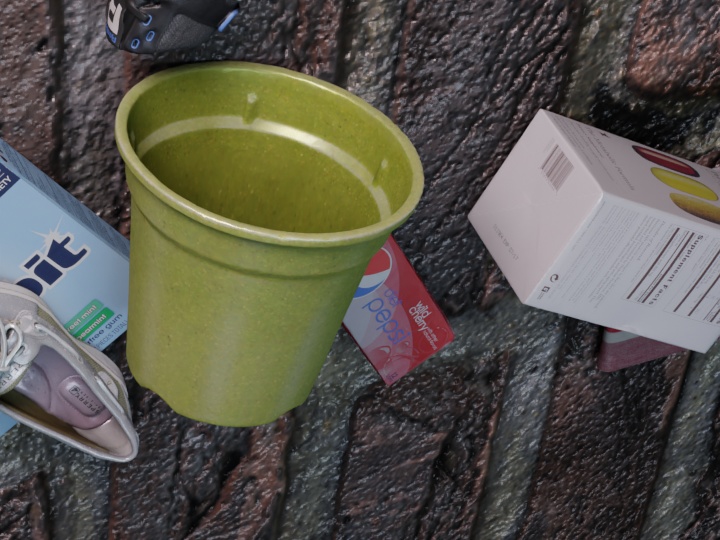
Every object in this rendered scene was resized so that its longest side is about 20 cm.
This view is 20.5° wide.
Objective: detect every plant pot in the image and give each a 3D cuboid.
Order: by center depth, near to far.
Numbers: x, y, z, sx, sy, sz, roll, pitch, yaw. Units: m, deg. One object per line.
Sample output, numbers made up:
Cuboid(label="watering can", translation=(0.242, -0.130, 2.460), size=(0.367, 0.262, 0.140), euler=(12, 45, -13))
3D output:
Cuboid(label="plant pot", translation=(-0.075, -0.006, 1.306), size=(0.200, 0.200, 0.185), euler=(-7, 130, -29))

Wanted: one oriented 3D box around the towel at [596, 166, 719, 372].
Cuboid(label="towel", translation=(0.274, -0.006, 1.687), size=(0.144, 0.023, 0.200), euler=(-15, 135, -18))

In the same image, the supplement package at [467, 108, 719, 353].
Cuboid(label="supplement package", translation=(0.205, -0.028, 1.534), size=(0.200, 0.114, 0.110), euler=(15, 121, -36))

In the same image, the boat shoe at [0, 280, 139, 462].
Cuboid(label="boat shoe", translation=(-0.219, 0.069, 1.327), size=(0.074, 0.065, 0.202), euler=(-40, 140, 6))

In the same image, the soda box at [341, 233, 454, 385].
Cuboid(label="soda box", translation=(0.000, 0.000, 1.476), size=(0.070, 0.063, 0.200), euler=(-34, 139, 0))

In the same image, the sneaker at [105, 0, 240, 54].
Cuboid(label="sneaker", translation=(-0.141, -0.187, 1.191), size=(0.200, 0.073, 0.112), euler=(15, 119, -43))

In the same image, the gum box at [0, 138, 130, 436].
Cuboid(label="gum box", translation=(-0.252, 0.013, 1.335), size=(0.170, 0.045, 0.200), euler=(-40, 139, 6))
